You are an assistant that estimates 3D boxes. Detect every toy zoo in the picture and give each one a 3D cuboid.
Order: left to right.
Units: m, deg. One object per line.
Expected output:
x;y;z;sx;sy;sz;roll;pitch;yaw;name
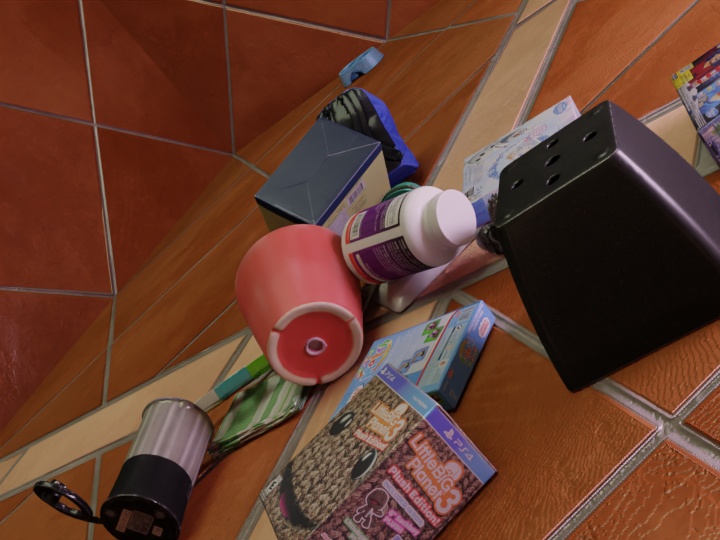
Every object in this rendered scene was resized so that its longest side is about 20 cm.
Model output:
-0.221;0.197;1.474;0.199;0.021;0.131;-35;-5;-8;toy zoo

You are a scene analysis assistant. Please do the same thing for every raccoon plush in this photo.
0.230;-0.096;1.203;0.133;0.097;0.200;-38;15;-14;raccoon plush

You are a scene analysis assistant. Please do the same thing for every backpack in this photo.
0.006;-0.250;1.830;0.161;0.202;0.167;-33;-12;16;backpack

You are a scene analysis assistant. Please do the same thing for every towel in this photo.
-0.146;0.203;1.417;0.199;0.023;0.153;-33;19;30;towel

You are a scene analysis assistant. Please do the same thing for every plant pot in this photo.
-0.081;0.061;1.350;0.200;0.200;0.178;-38;32;10;plant pot
0.239;-0.042;0.898;0.199;0.178;0.200;-32;20;26;plant pot

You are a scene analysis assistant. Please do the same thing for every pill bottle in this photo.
0.069;-0.051;1.301;0.199;0.113;0.113;-17;30;49;pill bottle

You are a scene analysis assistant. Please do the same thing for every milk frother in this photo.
-0.343;0.287;1.334;0.180;0.199;0.189;-42;21;32;milk frother

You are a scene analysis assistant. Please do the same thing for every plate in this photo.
0.088;-0.027;1.436;0.199;0.032;0.200;-45;18;-8;plate

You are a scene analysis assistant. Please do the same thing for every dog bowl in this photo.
-0.002;-0.738;3.295;0.199;0.050;0.112;-25;24;43;dog bowl

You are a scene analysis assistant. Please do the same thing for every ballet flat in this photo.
0.064;-0.103;1.549;0.071;0.067;0.200;-52;1;-38;ballet flat

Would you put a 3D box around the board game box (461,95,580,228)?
0.247;-0.166;1.378;0.197;0.044;0.201;-31;20;22;board game box

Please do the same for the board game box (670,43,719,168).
0.465;-0.225;1.029;0.199;0.062;0.201;-33;19;24;board game box

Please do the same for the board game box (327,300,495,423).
0.061;0.124;1.125;0.199;0.037;0.152;-24;25;44;board game box

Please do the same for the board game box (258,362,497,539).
0.011;0.214;0.919;0.200;0.097;0.159;-45;17;-6;board game box

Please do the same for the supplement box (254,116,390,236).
-0.055;-0.114;1.599;0.133;0.201;0.201;26;65;26;supplement box

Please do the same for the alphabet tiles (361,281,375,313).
0.000;0.000;1.487;0.203;0.007;0.167;-67;20;-5;alphabet tiles
